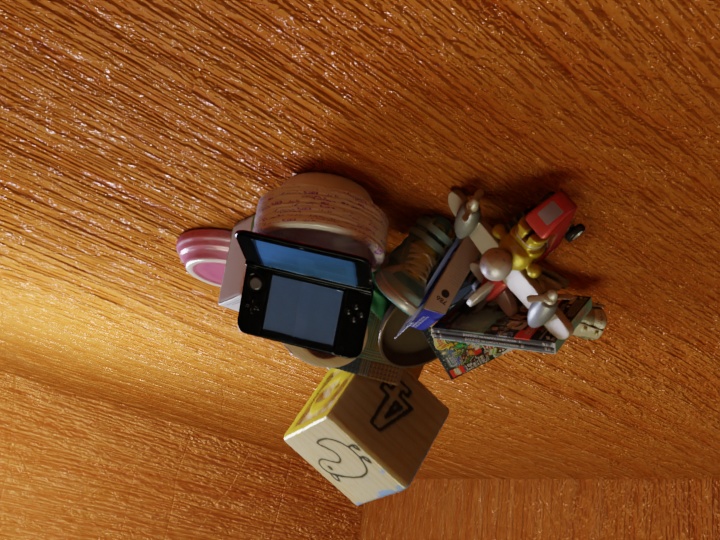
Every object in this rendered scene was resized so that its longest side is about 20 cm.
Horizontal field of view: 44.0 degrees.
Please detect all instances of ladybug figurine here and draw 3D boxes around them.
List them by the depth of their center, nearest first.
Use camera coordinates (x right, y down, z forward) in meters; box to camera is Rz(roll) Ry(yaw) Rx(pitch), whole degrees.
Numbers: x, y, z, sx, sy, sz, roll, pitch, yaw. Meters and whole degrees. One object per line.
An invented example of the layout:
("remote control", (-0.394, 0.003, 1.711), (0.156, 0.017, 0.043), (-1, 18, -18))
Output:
("ladybug figurine", (-0.069, 0.075, 1.427), (0.135, 0.072, 0.200), (-34, 129, 5))

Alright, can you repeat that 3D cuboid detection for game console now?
("game console", (-0.087, 0.038, 1.286), (0.198, 0.175, 0.119), (13, -170, 8))

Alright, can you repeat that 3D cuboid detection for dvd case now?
("dvd case", (0.223, 0.069, 1.316), (0.198, 0.146, 0.022), (5, 118, 34))

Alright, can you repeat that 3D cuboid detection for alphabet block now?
("alphabet block", (0.012, 0.287, 1.665), (0.200, 0.197, 0.195), (43, 141, -8))

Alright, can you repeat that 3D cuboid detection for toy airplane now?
("toy airplane", (0.203, -0.012, 1.231), (0.198, 0.202, 0.140), (7, -163, 39))

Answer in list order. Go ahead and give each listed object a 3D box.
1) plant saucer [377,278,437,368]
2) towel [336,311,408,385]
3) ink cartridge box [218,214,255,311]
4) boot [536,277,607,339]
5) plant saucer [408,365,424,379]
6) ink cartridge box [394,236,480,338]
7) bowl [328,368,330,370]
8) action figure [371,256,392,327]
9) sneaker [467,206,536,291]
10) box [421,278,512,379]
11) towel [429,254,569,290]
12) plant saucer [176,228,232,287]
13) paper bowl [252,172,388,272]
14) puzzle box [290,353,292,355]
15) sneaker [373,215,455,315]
("plant saucer", (0.114, 0.087, 1.550), (0.198, 0.030, 0.202), (-19, 136, -19))
("towel", (0.035, 0.092, 1.588), (0.145, 0.202, 0.022), (18, 176, -25))
("ink cartridge box", (-0.125, 0.012, 1.509), (0.198, 0.148, 0.084), (21, 155, -31))
("boot", (0.331, 0.065, 1.462), (0.153, 0.073, 0.200), (12, 168, 2))
("plant saucer", (0.047, 0.182, 1.847), (0.199, 0.201, 0.049), (-11, 129, 41))
("ink cartridge box", (0.127, 0.023, 1.362), (0.039, 0.201, 0.099), (35, 158, -2))
("bowl", (-0.001, 0.123, 1.747), (0.199, 0.105, 0.202), (21, 140, 18))
("action figure", (0.000, 0.000, 1.516), (0.199, 0.119, 0.054), (32, 162, -30))
("sneaker", (0.257, -0.039, 1.352), (0.115, 0.076, 0.200), (-14, 160, -47))
("box", (0.183, 0.100, 1.541), (0.136, 0.038, 0.200), (-28, 138, 6))
("towel", (0.230, 0.016, 1.529), (0.199, 0.035, 0.192), (22, 155, -33))
("plant saucer", (-0.240, -0.013, 1.624), (0.198, 0.051, 0.201), (8, 159, 3))
("paper bowl", (-0.056, -0.072, 1.319), (0.198, 0.106, 0.201), (8, 159, 3))
("puzzle box", (-0.108, 0.073, 1.682), (0.025, 0.135, 0.200), (-6, 165, -20))
("sneaker", (0.088, -0.018, 1.330), (0.079, 0.131, 0.200), (38, -165, -12))
